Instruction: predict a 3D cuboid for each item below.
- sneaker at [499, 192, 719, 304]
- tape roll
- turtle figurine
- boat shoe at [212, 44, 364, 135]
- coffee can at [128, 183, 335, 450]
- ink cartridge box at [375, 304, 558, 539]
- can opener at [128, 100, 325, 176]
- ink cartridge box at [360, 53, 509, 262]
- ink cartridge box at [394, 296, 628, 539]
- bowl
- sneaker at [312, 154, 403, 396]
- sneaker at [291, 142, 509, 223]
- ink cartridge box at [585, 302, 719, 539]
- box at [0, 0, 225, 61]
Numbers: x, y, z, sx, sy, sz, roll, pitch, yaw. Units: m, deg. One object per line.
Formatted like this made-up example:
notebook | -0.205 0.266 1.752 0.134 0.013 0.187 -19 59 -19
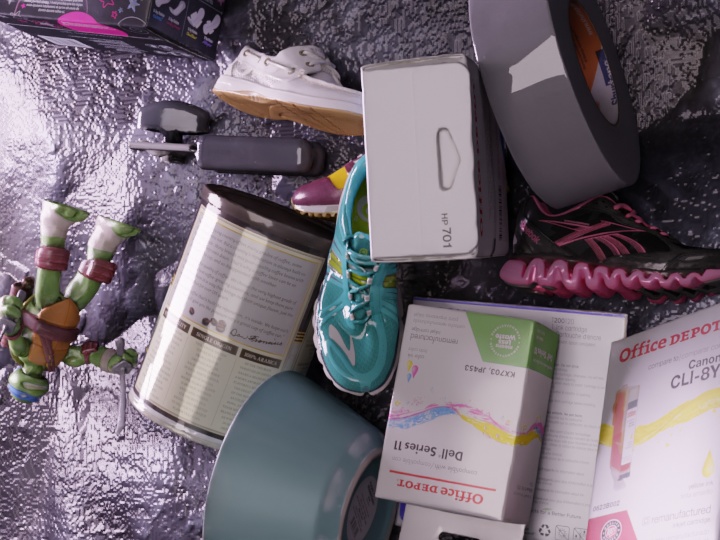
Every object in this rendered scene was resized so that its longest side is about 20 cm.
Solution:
sneaker | 0.212 -0.024 1.235 0.198 0.079 0.097 3 77 24
tape roll | 0.156 -0.154 1.192 0.066 0.200 0.203 -17 80 22
turtle figurine | -0.268 0.044 1.416 0.142 0.200 0.196 17 90 -9
boat shoe | -0.053 -0.170 1.347 0.199 0.071 0.070 18 81 42
coffee can | -0.105 0.043 1.332 0.145 0.146 0.202 24 97 24
ink cartridge box | 0.083 0.137 1.221 0.116 0.067 0.203 6 81 25
can opener | -0.128 -0.126 1.405 0.198 0.053 0.068 4 89 24
ink cartridge box | 0.063 -0.082 1.169 0.085 0.200 0.149 -2 91 14
ink cartridge box | 0.131 0.129 1.273 0.196 0.043 0.203 5 91 26
bowl | -0.037 0.195 1.263 0.104 0.200 0.203 13 92 24
sneaker | 0.000 0.000 1.227 0.076 0.080 0.203 3 78 1
sneaker | 0.032 -0.095 1.320 0.197 0.075 0.091 -7 85 16
ink cartridge box | 0.250 0.139 1.127 0.145 0.083 0.202 -26 44 52
box | -0.240 -0.276 1.424 0.198 0.132 0.116 10 88 25
